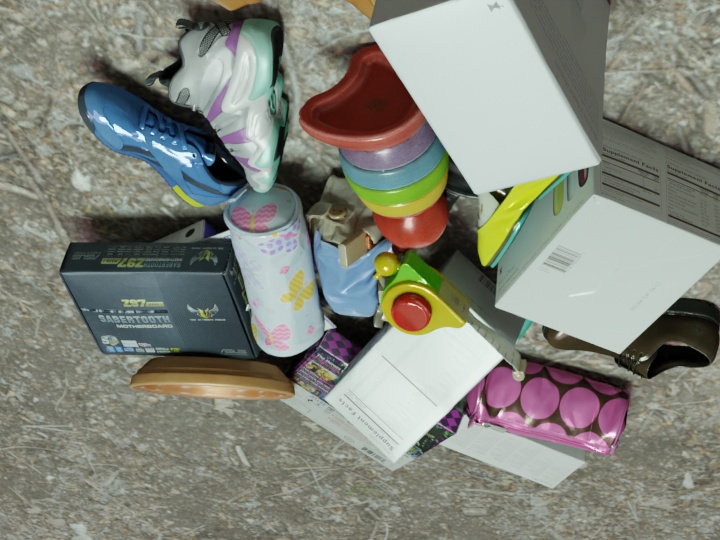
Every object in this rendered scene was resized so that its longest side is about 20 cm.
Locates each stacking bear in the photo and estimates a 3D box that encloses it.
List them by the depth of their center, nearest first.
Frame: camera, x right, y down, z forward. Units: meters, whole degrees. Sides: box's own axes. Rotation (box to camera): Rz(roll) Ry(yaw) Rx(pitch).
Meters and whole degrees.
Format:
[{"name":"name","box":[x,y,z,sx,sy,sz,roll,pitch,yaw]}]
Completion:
[{"name":"stacking bear","box":[0.035,-0.100,1.316,0.114,0.121,0.200,30,156,34]}]

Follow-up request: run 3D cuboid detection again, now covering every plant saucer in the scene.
[{"name":"plant saucer","box":[-0.178,0.131,1.627,0.199,0.038,0.200,2,171,0]}]

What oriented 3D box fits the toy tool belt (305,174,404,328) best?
[{"name":"toy tool belt","box":[0.000,0.000,1.454,0.124,0.123,0.200,2,140,10]}]

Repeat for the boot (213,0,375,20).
[{"name":"boot","box":[-0.063,-0.266,1.193,0.154,0.074,0.200,-28,115,36]}]

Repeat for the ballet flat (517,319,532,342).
[{"name":"ballet flat","box":[0.133,0.090,1.574,0.067,0.071,0.200,33,135,-26]}]

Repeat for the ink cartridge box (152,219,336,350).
[{"name":"ink cartridge box","box":[-0.159,0.025,1.581,0.199,0.044,0.198,-18,133,33]}]

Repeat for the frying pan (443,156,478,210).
[{"name":"frying pan","box":[0.119,-0.092,1.389,0.114,0.031,0.190,7,144,6]}]

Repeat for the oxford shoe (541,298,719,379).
[{"name":"oxford shoe","box":[0.303,0.079,1.514,0.199,0.085,0.073,-1,141,16]}]

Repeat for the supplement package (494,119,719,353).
[{"name":"supplement package","box":[0.252,-0.032,1.370,0.155,0.111,0.200,21,139,-13]}]

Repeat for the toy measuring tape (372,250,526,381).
[{"name":"toy measuring tape","box":[0.083,0.055,1.384,0.200,0.074,0.073,42,132,-15]}]

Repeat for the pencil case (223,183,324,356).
[{"name":"pencil case","box":[-0.091,0.000,1.447,0.091,0.083,0.200,39,151,36]}]

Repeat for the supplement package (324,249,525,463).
[{"name":"supplement package","box":[0.072,0.095,1.490,0.114,0.110,0.200,43,113,-1]}]

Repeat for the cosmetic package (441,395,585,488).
[{"name":"cosmetic package","box":[0.184,0.210,1.722,0.199,0.051,0.083,23,137,-15]}]

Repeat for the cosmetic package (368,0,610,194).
[{"name":"cosmetic package","box":[0.115,-0.209,1.118,0.122,0.201,0.200,-14,134,27]}]

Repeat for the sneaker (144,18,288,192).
[{"name":"sneaker","box":[-0.145,-0.168,1.331,0.139,0.078,0.201,8,132,7]}]

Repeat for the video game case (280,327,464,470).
[{"name":"video game case","box":[0.003,0.165,1.667,0.200,0.036,0.181,33,148,-8]}]

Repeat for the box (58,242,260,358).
[{"name":"box","box":[-0.224,0.035,1.533,0.199,0.051,0.158,0,140,12]}]

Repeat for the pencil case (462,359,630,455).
[{"name":"pencil case","box":[0.226,0.167,1.628,0.199,0.094,0.091,12,140,-3]}]

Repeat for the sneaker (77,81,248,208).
[{"name":"sneaker","box":[-0.197,-0.137,1.374,0.078,0.066,0.200,-17,139,39]}]

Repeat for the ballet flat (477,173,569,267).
[{"name":"ballet flat","box":[0.155,-0.084,1.334,0.067,0.067,0.200,35,136,0]}]
